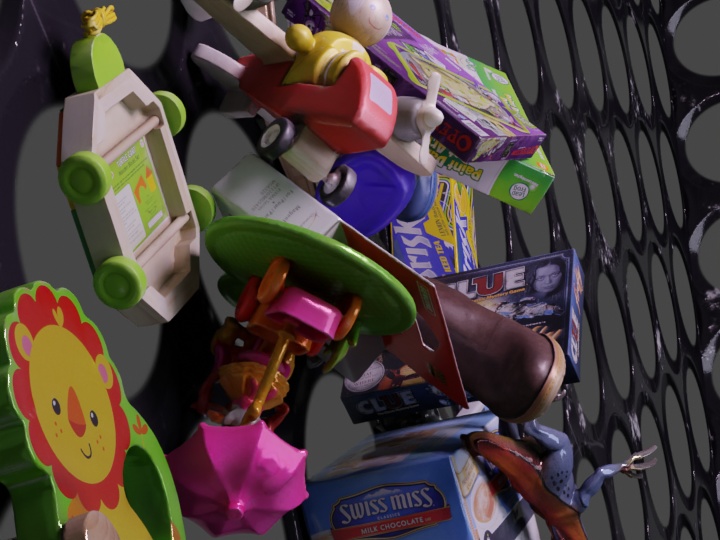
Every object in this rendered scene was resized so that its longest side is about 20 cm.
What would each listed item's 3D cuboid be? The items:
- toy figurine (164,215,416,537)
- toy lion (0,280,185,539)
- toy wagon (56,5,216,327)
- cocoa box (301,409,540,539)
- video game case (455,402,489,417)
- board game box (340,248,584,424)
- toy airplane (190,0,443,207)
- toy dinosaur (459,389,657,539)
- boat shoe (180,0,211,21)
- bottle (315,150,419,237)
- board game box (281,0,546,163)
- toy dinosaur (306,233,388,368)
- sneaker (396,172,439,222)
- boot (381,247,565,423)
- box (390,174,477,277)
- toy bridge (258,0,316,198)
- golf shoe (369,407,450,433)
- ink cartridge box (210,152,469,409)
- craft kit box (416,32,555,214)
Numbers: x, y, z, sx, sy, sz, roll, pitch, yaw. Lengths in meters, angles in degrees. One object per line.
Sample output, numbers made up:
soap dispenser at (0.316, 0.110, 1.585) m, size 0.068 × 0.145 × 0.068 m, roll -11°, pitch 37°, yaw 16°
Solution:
toy figurine at (-0.074, 0.086, 1.220) m, size 0.150 × 0.200 × 0.184 m, roll 28°, pitch 70°, yaw -14°
toy lion at (-0.156, 0.107, 1.049) m, size 0.200 × 0.068 × 0.192 m, roll 43°, pitch 32°, yaw -61°
toy wagon at (-0.150, -0.069, 1.191) m, size 0.155 × 0.039 × 0.201 m, roll -56°, pitch 132°, yaw -66°
cocoa box at (0.052, 0.199, 1.490) m, size 0.200 × 0.133 × 0.132 m, roll -22°, pitch 98°, yaw -72°
video game case at (0.113, 0.239, 1.836) m, size 0.200 × 0.023 × 0.183 m, roll -37°, pitch 115°, yaw -69°
board game box at (0.088, 0.055, 1.578) m, size 0.136 × 0.199 × 0.035 m, roll -80°, pitch 152°, yaw -49°
toy airplane at (-0.033, -0.145, 1.333) m, size 0.199 × 0.141 × 0.200 m, roll 39°, pitch 3°, yaw 14°
toy dinosaur at (0.138, 0.172, 1.493) m, size 0.200 × 0.105 × 0.182 m, roll -28°, pitch 114°, yaw -38°
boat shoe at (-0.116, -0.286, 1.378) m, size 0.071 × 0.063 × 0.201 m, roll 15°, pitch 65°, yaw -70°
bottle at (0.016, -0.091, 1.553) m, size 0.065 × 0.084 × 0.200 m, roll 45°, pitch 20°, yaw -8°
board game box at (0.042, -0.154, 1.459) m, size 0.200 × 0.032 × 0.120 m, roll 41°, pitch 27°, yaw 21°
toy dinosaur at (0.000, 0.000, 1.546) m, size 0.102 × 0.077 × 0.201 m, roll 66°, pitch 24°, yaw -53°
sneaker at (0.008, -0.138, 1.683) m, size 0.088 × 0.075 × 0.201 m, roll -13°, pitch 85°, yaw -61°
boot at (0.052, 0.042, 1.395) m, size 0.166 × 0.073 × 0.200 m, roll 27°, pitch 2°, yaw -20°
box at (0.070, -0.033, 1.783) m, size 0.064 × 0.070 × 0.201 m, roll 43°, pitch 39°, yaw -57°
toy bridge at (-0.061, -0.136, 1.517) m, size 0.067 × 0.027 × 0.201 m, roll -30°, pitch 108°, yaw -71°
golf shoe at (0.068, 0.190, 1.639) m, size 0.094 × 0.078 × 0.201 m, roll -15°, pitch 95°, yaw -72°
ink cartridge box at (-0.011, 0.023, 1.320) m, size 0.044 × 0.173 × 0.200 m, roll -45°, pitch 153°, yaw -14°
craft kit box at (0.050, -0.144, 1.538) m, size 0.197 × 0.049 × 0.200 m, roll 20°, pitch 25°, yaw -19°
